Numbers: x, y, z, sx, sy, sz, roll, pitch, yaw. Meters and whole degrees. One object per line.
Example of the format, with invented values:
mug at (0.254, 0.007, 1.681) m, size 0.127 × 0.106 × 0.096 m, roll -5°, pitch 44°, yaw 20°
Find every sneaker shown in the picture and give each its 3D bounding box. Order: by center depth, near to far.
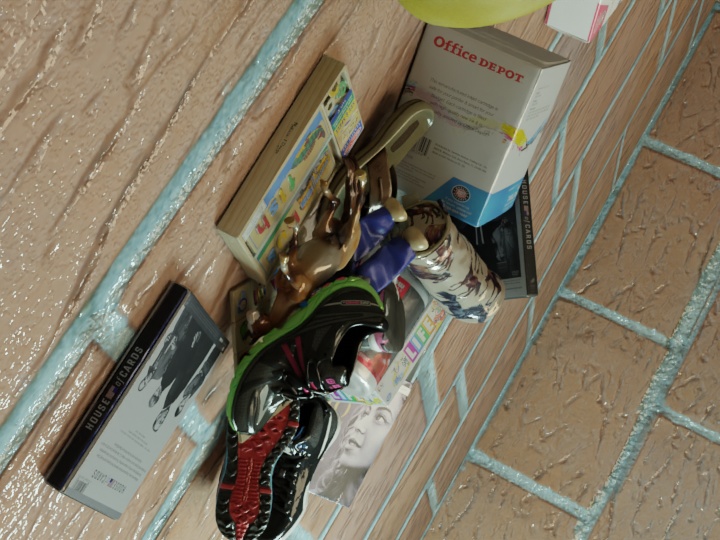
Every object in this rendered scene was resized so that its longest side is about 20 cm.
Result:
sneaker at (-0.054, 0.094, 1.113) m, size 0.200 × 0.084 × 0.077 m, roll -46°, pitch 154°, yaw 7°
sneaker at (-0.129, 0.204, 1.299) m, size 0.096 × 0.079 × 0.200 m, roll -158°, pitch -95°, yaw -76°
sneaker at (0.000, 0.000, 1.311) m, size 0.080 × 0.086 × 0.200 m, roll 43°, pitch 44°, yaw -55°
sneaker at (-0.100, 0.251, 1.447) m, size 0.200 × 0.073 × 0.112 m, roll -65°, pitch 158°, yaw -14°

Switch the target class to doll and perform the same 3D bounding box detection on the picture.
doll at (-0.025, 0.005, 1.194) m, size 0.200 × 0.137 × 0.048 m, roll -41°, pitch -166°, yaw -20°

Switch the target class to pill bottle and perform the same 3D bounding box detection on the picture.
pill bottle at (0.015, 0.047, 1.394) m, size 0.200 × 0.111 × 0.111 m, roll -57°, pitch 163°, yaw -21°

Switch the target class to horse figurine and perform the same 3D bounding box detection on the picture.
horse figurine at (-0.044, -0.025, 1.121) m, size 0.200 × 0.050 × 0.133 m, roll -52°, pitch 159°, yaw -33°

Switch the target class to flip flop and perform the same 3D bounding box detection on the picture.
flip flop at (0.023, -0.102, 1.258) m, size 0.200 × 0.058 × 0.081 m, roll -49°, pitch 161°, yaw -6°

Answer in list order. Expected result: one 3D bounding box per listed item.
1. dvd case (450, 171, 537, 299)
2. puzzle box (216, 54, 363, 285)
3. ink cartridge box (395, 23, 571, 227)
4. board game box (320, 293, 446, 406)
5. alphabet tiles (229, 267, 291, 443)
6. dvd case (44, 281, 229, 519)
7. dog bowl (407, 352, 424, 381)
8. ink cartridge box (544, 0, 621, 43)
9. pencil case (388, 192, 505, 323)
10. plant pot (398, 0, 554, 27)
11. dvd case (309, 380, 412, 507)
dvd case at (0.164, -0.059, 1.485) m, size 0.025 × 0.150 × 0.200 m, roll -1°, pitch 84°, yaw -39°
puzzle box at (-0.063, -0.093, 1.090) m, size 0.200 × 0.025 × 0.133 m, roll -60°, pitch 164°, yaw -13°
ink cartridge box at (0.134, -0.182, 1.344) m, size 0.146 × 0.147 × 0.200 m, roll -28°, pitch 142°, yaw -62°
board game box at (0.032, 0.088, 1.486) m, size 0.034 × 0.134 × 0.200 m, roll 52°, pitch 57°, yaw -28°
alphabet tiles at (-0.083, 0.068, 1.216) m, size 0.200 × 0.008 × 0.168 m, roll -36°, pitch 129°, yaw -58°
dvd case at (-0.195, 0.122, 1.018) m, size 0.200 × 0.025 × 0.150 m, roll -58°, pitch 163°, yaw -15°
dog bowl at (0.036, 0.145, 1.701) m, size 0.200 × 0.059 × 0.200 m, roll -54°, pitch 161°, yaw -28°
ink cartridge box at (0.376, -0.473, 1.751) m, size 0.200 × 0.083 × 0.147 m, roll -51°, pitch 159°, yaw -35°
pencil case at (0.105, -0.009, 1.343) m, size 0.200 × 0.078 × 0.090 m, roll 46°, pitch 42°, yaw -50°
plant pot at (0.096, -0.301, 1.023) m, size 0.200 × 0.200 × 0.142 m, roll -55°, pitch -171°, yaw -27°
dvd case at (-0.022, 0.220, 1.570) m, size 0.149 × 0.016 × 0.200 m, roll 30°, pitch 85°, yaw -38°
